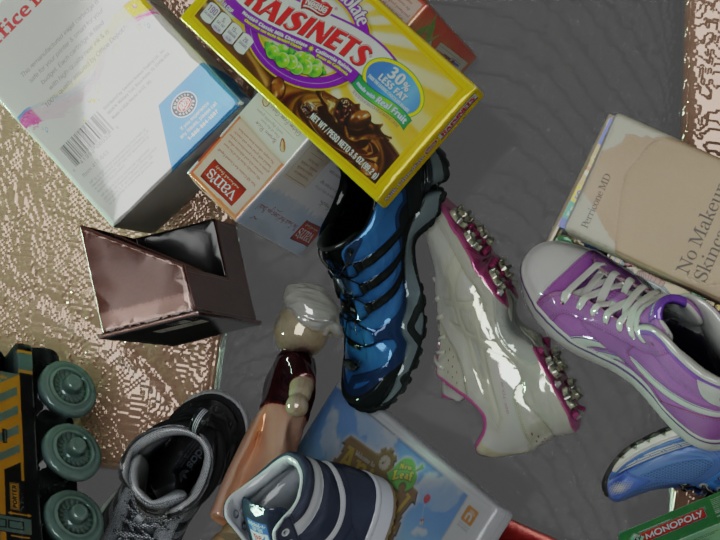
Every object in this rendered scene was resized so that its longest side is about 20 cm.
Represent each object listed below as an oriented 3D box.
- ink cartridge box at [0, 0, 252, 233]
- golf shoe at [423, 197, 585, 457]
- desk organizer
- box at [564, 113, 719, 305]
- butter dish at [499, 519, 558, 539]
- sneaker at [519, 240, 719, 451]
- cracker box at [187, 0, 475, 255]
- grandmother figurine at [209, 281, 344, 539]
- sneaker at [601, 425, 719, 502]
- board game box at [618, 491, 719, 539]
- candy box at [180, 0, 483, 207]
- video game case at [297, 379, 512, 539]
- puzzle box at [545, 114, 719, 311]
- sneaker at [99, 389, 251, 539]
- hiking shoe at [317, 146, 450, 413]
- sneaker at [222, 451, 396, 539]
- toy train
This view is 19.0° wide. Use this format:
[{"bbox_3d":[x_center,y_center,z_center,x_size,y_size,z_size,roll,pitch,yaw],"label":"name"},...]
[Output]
[{"bbox_3d":[-0.184,-0.144,1.553,0.128,0.125,0.200,-42,83,5],"label":"ink cartridge box"},{"bbox_3d":[0.079,0.042,1.539,0.091,0.075,0.201,-32,79,17],"label":"golf shoe"},{"bbox_3d":[-0.131,0.006,1.506,0.071,0.200,0.078,-14,85,8],"label":"desk organizer"},{"bbox_3d":[0.249,-0.026,1.485,0.199,0.078,0.096,24,92,8],"label":"box"},{"bbox_3d":[0.087,0.281,1.493,0.198,0.148,0.201,23,92,9],"label":"butter dish"},{"bbox_3d":[0.189,0.026,1.458,0.200,0.115,0.073,38,71,24],"label":"sneaker"},{"bbox_3d":[-0.018,-0.111,1.521,0.058,0.134,0.200,43,94,19],"label":"cracker box"},{"bbox_3d":[-0.057,0.101,1.538,0.060,0.121,0.201,21,68,-17],"label":"grandmother figurine"},{"bbox_3d":[0.268,0.142,1.505,0.198,0.079,0.090,-10,85,8],"label":"sneaker"},{"bbox_3d":[0.291,0.194,1.482,0.199,0.029,0.135,-23,130,7],"label":"board game box"},{"bbox_3d":[-0.021,-0.145,1.443,0.200,0.026,0.102,43,91,20],"label":"candy box"},{"bbox_3d":[-0.003,0.197,1.511,0.200,0.022,0.183,36,95,48],"label":"video game case"},{"bbox_3d":[0.238,-0.010,1.539,0.199,0.025,0.134,26,92,8],"label":"puzzle box"},{"bbox_3d":[-0.156,0.175,1.547,0.075,0.114,0.201,32,93,8],"label":"sneaker"},{"bbox_3d":[0.000,0.000,1.514,0.086,0.074,0.202,4,96,-36],"label":"hiking shoe"},{"bbox_3d":[-0.052,0.220,1.451,0.070,0.108,0.201,9,75,45],"label":"sneaker"},{"bbox_3d":[-0.249,0.139,1.535,0.085,0.113,0.201,-44,43,43],"label":"toy train"}]
